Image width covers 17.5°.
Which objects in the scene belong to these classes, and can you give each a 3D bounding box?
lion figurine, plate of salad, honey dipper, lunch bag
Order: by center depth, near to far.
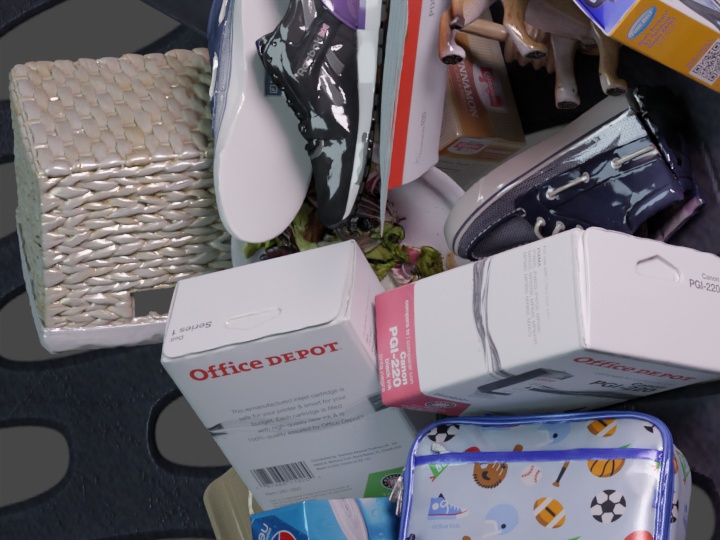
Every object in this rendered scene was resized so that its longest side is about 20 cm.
[{"bbox_3d":[0.118,-0.180,1.540,0.072,0.200,0.123,-16,66,35],"label":"lion figurine"},{"bbox_3d":[0.116,0.166,1.556,0.200,0.076,0.160,-2,63,23],"label":"lunch bag"},{"bbox_3d":[0.054,-0.177,1.653,0.200,0.038,0.038,14,101,8],"label":"honey dipper"},{"bbox_3d":[0.000,0.000,1.704,0.200,0.048,0.200,6,120,11],"label":"plate of salad"}]

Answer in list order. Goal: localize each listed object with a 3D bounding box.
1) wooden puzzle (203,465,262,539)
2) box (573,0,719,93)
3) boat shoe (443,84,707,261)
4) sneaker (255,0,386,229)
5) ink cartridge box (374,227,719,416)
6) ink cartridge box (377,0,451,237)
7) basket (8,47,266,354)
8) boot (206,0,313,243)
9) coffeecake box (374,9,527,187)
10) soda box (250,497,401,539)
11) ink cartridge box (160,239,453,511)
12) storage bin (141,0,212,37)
[{"bbox_3d":[-0.024,0.198,1.811,0.200,0.046,0.185,-41,58,34],"label":"wooden puzzle"},{"bbox_3d":[0.178,-0.174,1.475,0.041,0.200,0.119,-48,53,17],"label":"box"},{"bbox_3d":[0.144,-0.038,1.594,0.200,0.075,0.093,-37,60,34],"label":"boat shoe"},{"bbox_3d":[-0.031,-0.130,1.622,0.076,0.087,0.200,170,105,-89],"label":"sneaker"},{"bbox_3d":[0.128,0.041,1.560,0.200,0.146,0.085,-22,66,47],"label":"ink cartridge box"},{"bbox_3d":[0.040,-0.134,1.534,0.200,0.057,0.163,-99,13,-61],"label":"ink cartridge box"},{"bbox_3d":[-0.164,-0.061,1.802,0.200,0.198,0.161,-115,21,-58],"label":"basket"},{"bbox_3d":[-0.076,-0.119,1.679,0.090,0.073,0.200,-177,94,-70],"label":"boot"},{"bbox_3d":[0.017,-0.122,1.755,0.200,0.073,0.154,-33,63,43],"label":"coffeecake box"},{"bbox_3d":[0.022,0.194,1.634,0.064,0.200,0.068,-20,73,47],"label":"soda box"},{"bbox_3d":[-0.033,0.083,1.668,0.146,0.200,0.084,-13,42,19],"label":"ink cartridge box"},{"bbox_3d":[-0.091,-0.257,1.874,0.200,0.094,0.135,32,112,44],"label":"storage bin"}]
